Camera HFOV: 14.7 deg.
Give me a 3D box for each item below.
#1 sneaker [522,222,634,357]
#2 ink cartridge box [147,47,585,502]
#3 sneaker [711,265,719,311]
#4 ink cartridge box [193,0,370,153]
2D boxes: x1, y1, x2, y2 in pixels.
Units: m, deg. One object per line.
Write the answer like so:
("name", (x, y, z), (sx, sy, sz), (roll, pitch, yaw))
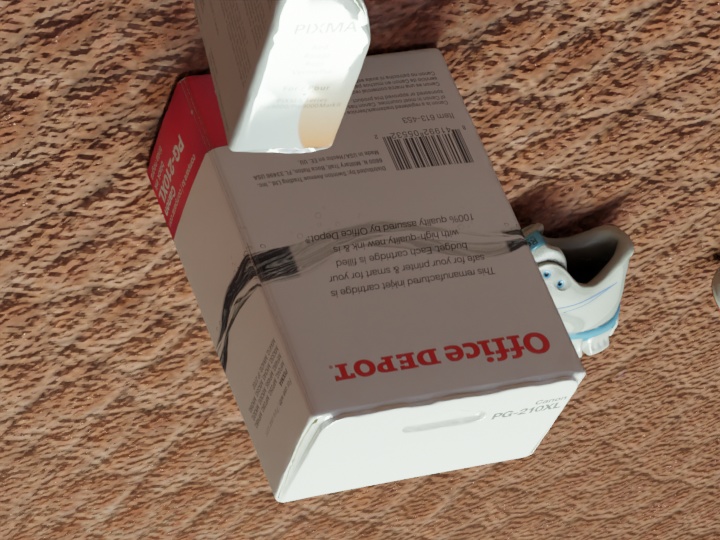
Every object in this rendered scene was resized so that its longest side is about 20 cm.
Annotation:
("sneaker", (0.070, 0.010, 1.574), (0.200, 0.075, 0.087), (-14, 145, -32))
("ink cartridge box", (0.000, 0.000, 1.351), (0.145, 0.200, 0.084), (-9, 149, -25))
("sneaker", (0.320, -0.019, 1.687), (0.200, 0.078, 0.116), (-13, 152, -20))
("ink cartridge box", (-0.026, -0.167, 1.083), (0.050, 0.162, 0.200), (-2, 147, -22))
